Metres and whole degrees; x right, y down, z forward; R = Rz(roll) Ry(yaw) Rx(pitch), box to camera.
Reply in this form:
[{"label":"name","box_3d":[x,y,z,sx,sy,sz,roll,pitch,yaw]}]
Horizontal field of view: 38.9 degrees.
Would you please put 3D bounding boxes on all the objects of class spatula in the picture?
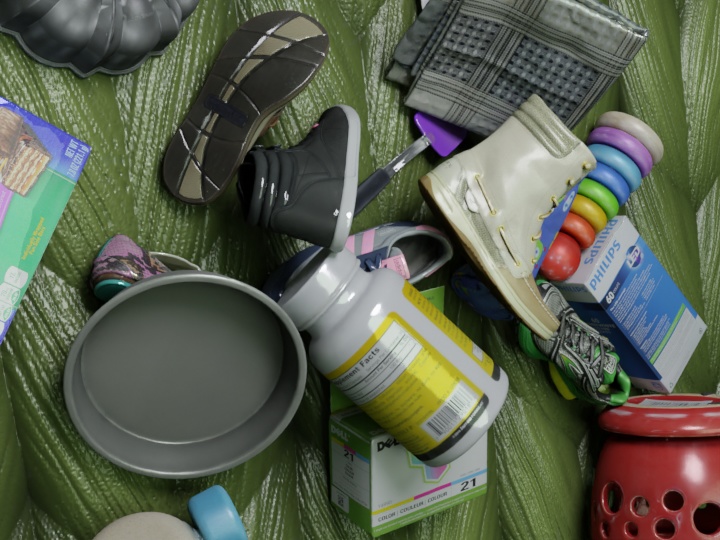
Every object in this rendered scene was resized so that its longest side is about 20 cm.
[{"label":"spatula","box_3d":[0.038,-0.107,1.020,0.200,0.021,0.057,-44,102,-21]}]

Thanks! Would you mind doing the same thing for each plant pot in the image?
[{"label":"plant pot","box_3d":[0.357,0.237,1.148,0.199,0.200,0.185,-3,90,-33]}]

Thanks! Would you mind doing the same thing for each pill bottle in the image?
[{"label":"pill bottle","box_3d":[0.025,0.069,0.894,0.200,0.111,0.112,43,69,-9]}]

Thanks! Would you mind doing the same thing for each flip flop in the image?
[{"label":"flip flop","box_3d":[-0.103,-0.144,0.905,0.081,0.058,0.201,33,88,3]}]

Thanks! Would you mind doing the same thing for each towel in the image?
[{"label":"towel","box_3d":[0.139,-0.198,0.963,0.198,0.193,0.035,23,54,-11]}]

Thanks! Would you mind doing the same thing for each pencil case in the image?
[{"label":"pencil case","box_3d":[0.167,-0.049,1.076,0.087,0.078,0.201,42,70,-39]}]

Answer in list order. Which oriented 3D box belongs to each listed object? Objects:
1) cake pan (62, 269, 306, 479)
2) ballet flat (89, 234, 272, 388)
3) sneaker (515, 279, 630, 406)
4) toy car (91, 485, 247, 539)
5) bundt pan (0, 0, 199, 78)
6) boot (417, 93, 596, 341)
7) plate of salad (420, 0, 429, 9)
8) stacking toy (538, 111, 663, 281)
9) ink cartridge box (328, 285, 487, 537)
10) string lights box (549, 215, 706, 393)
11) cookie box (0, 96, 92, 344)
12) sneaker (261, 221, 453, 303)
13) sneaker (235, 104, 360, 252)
[{"label":"cake pan","box_3d":[-0.145,0.084,0.849,0.198,0.037,0.202,-6,120,-11]},{"label":"ballet flat","box_3d":[-0.144,0.032,0.889,0.199,0.069,0.072,37,48,-29]},{"label":"sneaker","box_3d":[0.236,0.079,1.108,0.200,0.085,0.078,45,66,-38]},{"label":"toy car","box_3d":[-0.157,0.323,0.861,0.183,0.177,0.201,-24,135,-17]},{"label":"bundt pan","box_3d":[-0.209,-0.260,0.818,0.200,0.075,0.204,-3,95,-34]},{"label":"boot","box_3d":[0.169,-0.049,0.977,0.154,0.072,0.201,-37,97,-2]},{"label":"plate of salad","box_3d":[0.147,-0.294,1.069,0.198,0.048,0.202,-2,93,-34]},{"label":"stacking toy","box_3d":[0.254,-0.077,1.141,0.085,0.085,0.201,42,77,-28]},{"label":"ink cartridge box","box_3d":[0.047,0.133,0.987,0.147,0.076,0.202,-13,111,-33]},{"label":"string lights box","box_3d":[0.317,0.040,1.192,0.200,0.059,0.103,47,68,-26]},{"label":"cookie box","box_3d":[-0.328,-0.063,0.748,0.199,0.075,0.173,29,78,-30]},{"label":"sneaker","box_3d":[0.000,0.000,0.965,0.199,0.082,0.071,-27,107,-29]},{"label":"sneaker","box_3d":[-0.056,-0.098,0.894,0.098,0.201,0.071,13,127,-10]}]
